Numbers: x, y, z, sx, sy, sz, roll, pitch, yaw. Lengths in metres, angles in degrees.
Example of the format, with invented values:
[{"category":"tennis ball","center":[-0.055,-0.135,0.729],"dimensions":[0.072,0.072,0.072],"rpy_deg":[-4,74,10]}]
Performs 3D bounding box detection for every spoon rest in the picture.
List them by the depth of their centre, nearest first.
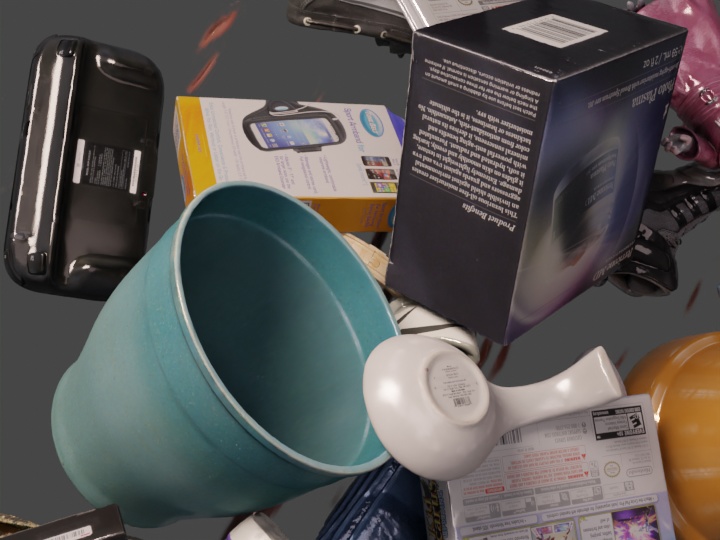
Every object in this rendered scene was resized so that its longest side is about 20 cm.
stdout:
[{"category":"spoon rest","center":[0.085,0.087,0.694],"dimensions":[0.198,0.061,0.100],"rpy_deg":[-1,62,-33]}]

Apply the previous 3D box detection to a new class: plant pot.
[{"category":"plant pot","center":[-0.099,0.077,0.687],"dimensions":[0.199,0.187,0.202],"rpy_deg":[34,37,-31]},{"category":"plant pot","center":[0.335,0.143,0.840],"dimensions":[0.198,0.183,0.203],"rpy_deg":[4,78,-18]}]

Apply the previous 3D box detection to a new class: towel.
[{"category":"towel","center":[0.056,0.175,0.813],"dimensions":[0.111,0.048,0.201],"rpy_deg":[41,70,-8]}]

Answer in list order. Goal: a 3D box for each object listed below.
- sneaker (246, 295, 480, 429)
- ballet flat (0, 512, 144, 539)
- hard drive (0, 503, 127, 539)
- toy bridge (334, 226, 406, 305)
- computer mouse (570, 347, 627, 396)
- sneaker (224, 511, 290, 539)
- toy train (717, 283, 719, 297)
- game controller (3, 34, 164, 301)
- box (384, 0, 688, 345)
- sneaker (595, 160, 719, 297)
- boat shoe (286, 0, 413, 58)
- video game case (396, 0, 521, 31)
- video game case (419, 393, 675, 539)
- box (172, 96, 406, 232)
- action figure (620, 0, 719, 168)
[{"category":"sneaker","center":[-0.001,0.090,0.766],"dimensions":[0.199,0.089,0.074],"rpy_deg":[-35,121,-2]},{"category":"ballet flat","center":[-0.213,0.204,0.702],"dimensions":[0.198,0.075,0.069],"rpy_deg":[18,74,-15]},{"category":"hard drive","center":[-0.202,0.256,0.661],"dimensions":[0.138,0.038,0.202],"rpy_deg":[-15,117,-17]},{"category":"toy bridge","center":[0.000,0.000,0.818],"dimensions":[0.199,0.067,0.027],"rpy_deg":[33,71,-9]},{"category":"computer mouse","center":[0.178,0.156,0.843],"dimensions":[0.110,0.044,0.202],"rpy_deg":[40,66,-39]},{"category":"sneaker","center":[-0.091,0.242,0.688],"dimensions":[0.080,0.200,0.147],"rpy_deg":[39,79,15]},{"category":"toy train","center":[0.402,-0.025,0.934],"dimensions":[0.199,0.086,0.115],"rpy_deg":[-34,111,-27]},{"category":"game controller","center":[-0.207,-0.079,0.786],"dimensions":[0.103,0.042,0.203],"rpy_deg":[12,76,-31]},{"category":"box","center":[0.131,-0.083,0.769],"dimensions":[0.123,0.200,0.199],"rpy_deg":[28,36,32]},{"category":"sneaker","center":[0.277,-0.036,0.918],"dimensions":[0.198,0.075,0.115],"rpy_deg":[-5,84,-16]},{"category":"boat shoe","center":[0.028,-0.214,0.877],"dimensions":[0.198,0.069,0.057],"rpy_deg":[11,120,-28]},{"category":"video game case","center":[0.105,-0.244,0.878],"dimensions":[0.199,0.022,0.184],"rpy_deg":[-16,72,-37]},{"category":"video game case","center":[0.142,0.192,0.760],"dimensions":[0.198,0.045,0.184],"rpy_deg":[-2,77,-27]},{"category":"box","center":[-0.041,-0.082,0.806],"dimensions":[0.198,0.042,0.120],"rpy_deg":[1,45,-20]},{"category":"action figure","center":[0.293,-0.142,0.890],"dimensions":[0.133,0.149,0.202],"rpy_deg":[-26,71,0]}]
